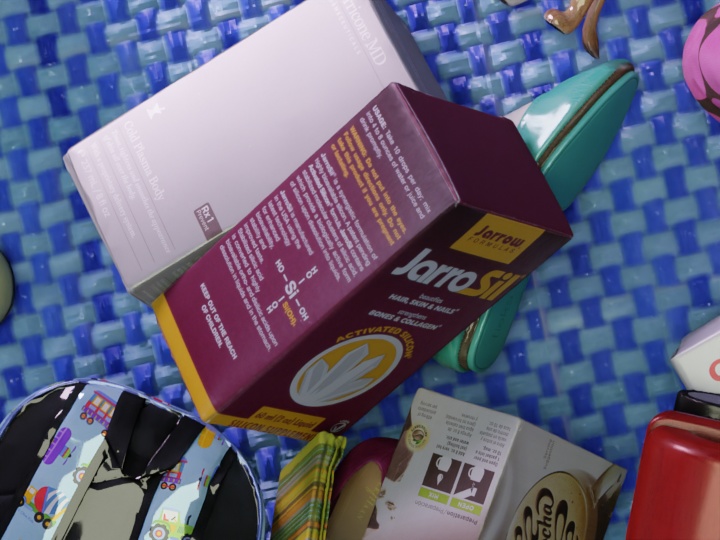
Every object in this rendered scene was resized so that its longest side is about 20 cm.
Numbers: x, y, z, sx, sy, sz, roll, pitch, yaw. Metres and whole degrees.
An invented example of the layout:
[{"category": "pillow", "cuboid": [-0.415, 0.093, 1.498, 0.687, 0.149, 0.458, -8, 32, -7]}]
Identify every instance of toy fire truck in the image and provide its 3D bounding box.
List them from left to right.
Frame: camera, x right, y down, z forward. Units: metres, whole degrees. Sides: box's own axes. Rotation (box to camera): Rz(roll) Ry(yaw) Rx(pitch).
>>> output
[{"category": "toy fire truck", "cuboid": [0.215, 0.145, 1.297, 0.176, 0.200, 0.129, 12, 96, 12]}]

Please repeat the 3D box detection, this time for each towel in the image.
[{"category": "towel", "cuboid": [-0.039, 0.193, 1.430, 0.018, 0.086, 0.200, 14, 65, -13]}]

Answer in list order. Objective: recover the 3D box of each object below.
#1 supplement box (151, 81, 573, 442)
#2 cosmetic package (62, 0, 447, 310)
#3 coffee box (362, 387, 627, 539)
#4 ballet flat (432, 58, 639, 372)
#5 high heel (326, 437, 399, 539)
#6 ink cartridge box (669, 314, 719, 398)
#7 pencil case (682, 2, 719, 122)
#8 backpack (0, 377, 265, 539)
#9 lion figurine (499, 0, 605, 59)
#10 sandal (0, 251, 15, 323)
[{"category": "supplement box", "cuboid": [0.000, 0.000, 1.416, 0.200, 0.110, 0.086, -41, 58, 25]}, {"category": "cosmetic package", "cuboid": [-0.050, -0.065, 1.467, 0.200, 0.090, 0.107, -34, 62, 11]}, {"category": "coffee box", "cuboid": [0.055, 0.179, 1.425, 0.080, 0.113, 0.200, 14, 80, 41]}, {"category": "ballet flat", "cuboid": [0.081, -0.041, 1.470, 0.070, 0.067, 0.200, 30, 94, 24]}, {"category": "high heel", "cuboid": [-0.027, 0.180, 1.474, 0.067, 0.096, 0.200, 27, 94, 16]}, {"category": "ink cartridge box", "cuboid": [0.278, 0.093, 1.426, 0.145, 0.083, 0.200, -31, 87, 11]}, {"category": "pencil case", "cuboid": [0.239, -0.104, 1.374, 0.094, 0.200, 0.091, 30, 91, -12]}, {"category": "backpack", "cuboid": [-0.140, 0.162, 1.476, 0.183, 0.135, 0.200, 22, 96, 9]}, {"category": "lion figurine", "cuboid": [0.091, -0.223, 1.468, 0.200, 0.072, 0.123, 39, 87, -7]}, {"category": "sandal", "cuboid": [-0.298, 0.040, 1.539, 0.201, 0.057, 0.080, -32, 86, 9]}]
